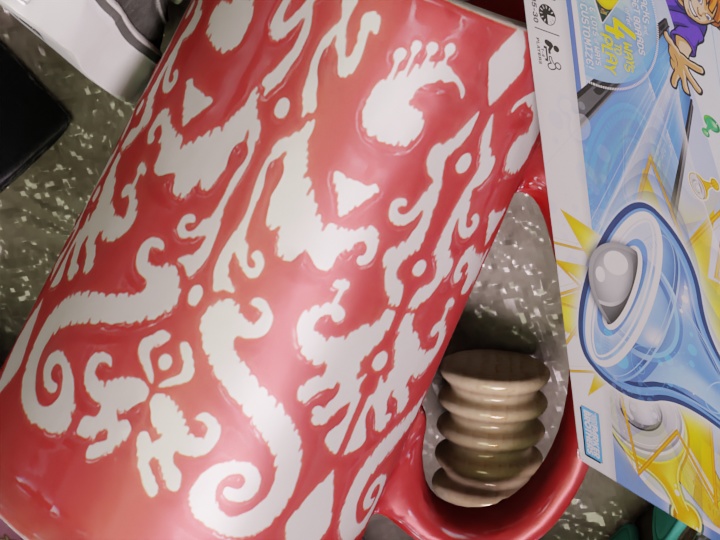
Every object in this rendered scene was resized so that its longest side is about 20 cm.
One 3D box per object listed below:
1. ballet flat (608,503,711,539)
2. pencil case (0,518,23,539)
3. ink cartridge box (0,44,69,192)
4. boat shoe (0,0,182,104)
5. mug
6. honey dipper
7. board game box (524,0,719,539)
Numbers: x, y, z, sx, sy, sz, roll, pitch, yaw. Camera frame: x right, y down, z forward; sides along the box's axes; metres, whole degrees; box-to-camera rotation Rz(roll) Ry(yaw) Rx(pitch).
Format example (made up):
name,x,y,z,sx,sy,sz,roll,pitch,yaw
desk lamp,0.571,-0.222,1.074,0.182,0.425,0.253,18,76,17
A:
name,x,y,z,sx,sy,sz,roll,pitch,yaw
ballet flat,0.116,0.101,0.819,0.074,0.074,0.200,33,130,4
pencil case,-0.146,0.090,0.860,0.200,0.087,0.083,20,152,-5
ink cartridge box,-0.207,-0.074,0.783,0.200,0.198,0.043,44,120,-5
boat shoe,-0.078,-0.096,0.739,0.071,0.200,0.064,40,89,-3
mug,-0.008,-0.006,0.769,0.133,0.177,0.200,44,115,46
honey dipper,0.038,0.127,0.854,0.038,0.038,0.200,10,107,19
board game box,0.107,-0.006,0.675,0.135,0.034,0.200,30,140,45
